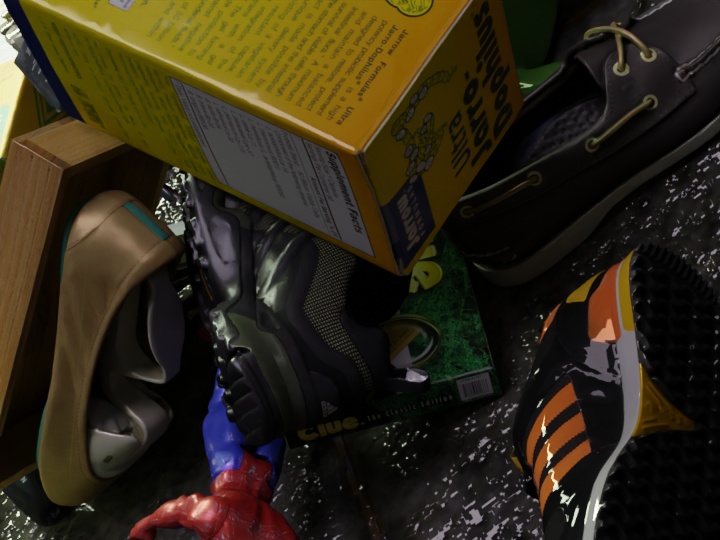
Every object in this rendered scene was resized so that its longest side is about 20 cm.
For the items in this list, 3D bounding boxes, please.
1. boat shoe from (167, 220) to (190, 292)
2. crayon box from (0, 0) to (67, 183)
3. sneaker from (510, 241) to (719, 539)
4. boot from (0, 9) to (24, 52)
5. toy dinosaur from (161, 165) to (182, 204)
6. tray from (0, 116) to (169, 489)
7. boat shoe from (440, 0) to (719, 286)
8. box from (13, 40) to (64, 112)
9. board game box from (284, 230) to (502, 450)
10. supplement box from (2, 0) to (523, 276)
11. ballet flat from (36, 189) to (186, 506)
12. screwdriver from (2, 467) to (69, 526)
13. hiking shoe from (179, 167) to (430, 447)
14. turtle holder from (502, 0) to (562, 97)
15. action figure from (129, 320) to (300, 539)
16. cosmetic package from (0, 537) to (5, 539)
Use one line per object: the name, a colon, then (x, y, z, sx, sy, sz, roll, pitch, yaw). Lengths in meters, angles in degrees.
boat shoe: (-0.145, 0.021, 1.226, 0.200, 0.057, 0.069, -20, 6, 33)
crayon box: (-0.246, -0.088, 1.431, 0.126, 0.052, 0.200, -21, 43, 31)
sneaker: (0.100, 0.087, 0.926, 0.090, 0.070, 0.200, -32, 36, 43)
boot: (-0.150, -0.186, 1.320, 0.072, 0.200, 0.155, 43, 83, 14)
toy dinosaur: (-0.073, -0.132, 1.278, 0.181, 0.105, 0.200, -44, 21, -28)
tray: (-0.156, 0.014, 1.128, 0.037, 0.099, 0.200, 30, 121, 19)
boat shoe: (0.119, -0.079, 1.054, 0.201, 0.061, 0.072, -44, 37, 4)
box: (-0.093, -0.189, 1.236, 0.161, 0.049, 0.200, -26, -21, -44)
board game box: (0.000, 0.000, 1.101, 0.105, 0.023, 0.200, -14, 42, 0)
supplement box: (-0.042, -0.102, 1.005, 0.200, 0.109, 0.110, 26, 70, 24)
ballet flat: (-0.121, 0.054, 1.104, 0.063, 0.200, 0.069, 28, 43, 23)
screwdriver: (-0.216, 0.073, 1.234, 0.200, 0.028, 0.029, 47, 117, 37)
hiking shoe: (-0.028, -0.001, 1.053, 0.101, 0.076, 0.200, -9, 47, -9)
turtle holder: (0.029, -0.129, 1.136, 0.132, 0.141, 0.186, -2, 86, 37)
action figure: (-0.068, 0.109, 1.054, 0.099, 0.065, 0.200, -51, 21, 26)
cosmetic package: (-0.240, 0.150, 1.079, 0.104, 0.200, 0.073, -15, 46, 34)
